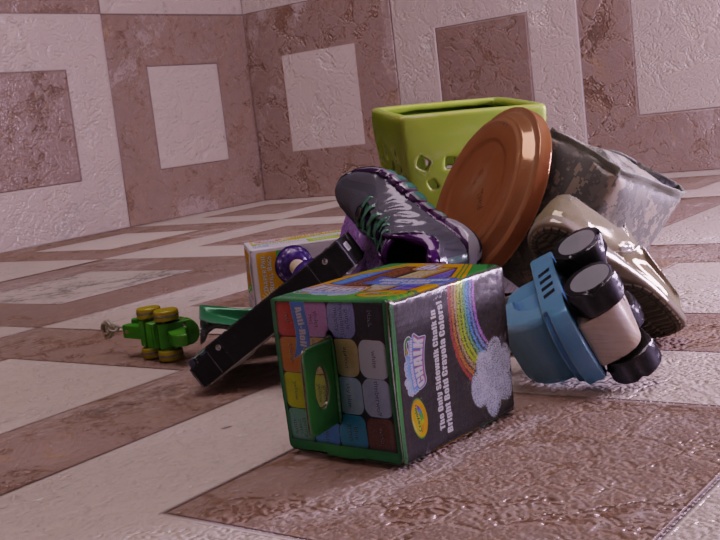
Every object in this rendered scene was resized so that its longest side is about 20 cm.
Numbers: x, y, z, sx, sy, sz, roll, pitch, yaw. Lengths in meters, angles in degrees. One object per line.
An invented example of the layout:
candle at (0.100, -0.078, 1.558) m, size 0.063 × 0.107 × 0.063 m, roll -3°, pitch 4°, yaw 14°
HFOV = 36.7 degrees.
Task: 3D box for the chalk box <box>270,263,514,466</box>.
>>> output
chalk box at (0.014, 0.071, 0.847) m, size 0.123 × 0.127 × 0.198 m, roll 0°, pitch 9°, yaw 41°

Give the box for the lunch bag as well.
lunch bag at (0.254, -0.046, 1.178) m, size 0.198 × 0.166 × 0.117 m, roll 11°, pitch 21°, yaw -47°

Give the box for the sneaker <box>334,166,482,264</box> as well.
sneaker at (0.030, -0.049, 1.123) m, size 0.199 × 0.076 × 0.087 m, roll 31°, pitch 33°, yaw 34°

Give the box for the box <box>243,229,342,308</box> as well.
box at (-0.054, 0.004, 1.471) m, size 0.196 × 0.103 × 0.112 m, roll -8°, pitch 8°, yaw -11°

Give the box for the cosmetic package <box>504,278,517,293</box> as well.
cosmetic package at (0.114, -0.003, 1.299) m, size 0.197 × 0.082 × 0.113 m, roll -12°, pitch -27°, yaw -17°

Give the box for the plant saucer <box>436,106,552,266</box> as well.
plant saucer at (0.133, -0.082, 1.164) m, size 0.032 × 0.203 × 0.200 m, roll 21°, pitch -3°, yaw -21°

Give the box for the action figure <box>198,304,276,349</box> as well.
action figure at (-0.089, 0.062, 1.267) m, size 0.196 × 0.056 × 0.118 m, roll -1°, pitch 6°, yaw -7°

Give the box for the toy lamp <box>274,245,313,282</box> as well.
toy lamp at (-0.066, 0.006, 1.303) m, size 0.057 × 0.059 × 0.200 m, roll -8°, pitch 10°, yaw -13°

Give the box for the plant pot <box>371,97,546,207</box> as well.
plant pot at (0.129, -0.127, 1.431) m, size 0.196 × 0.185 × 0.199 m, roll -7°, pitch 12°, yaw -8°

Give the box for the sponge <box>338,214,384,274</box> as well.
sponge at (0.000, 0.000, 1.234) m, size 0.029 × 0.113 × 0.201 m, roll 15°, pitch 20°, yaw -16°

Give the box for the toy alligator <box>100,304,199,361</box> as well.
toy alligator at (-0.247, 0.071, 1.315) m, size 0.054 × 0.060 × 0.198 m, roll -13°, pitch 10°, yaw -39°

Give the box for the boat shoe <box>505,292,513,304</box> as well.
boat shoe at (0.126, 0.044, 1.175) m, size 0.071 × 0.061 × 0.201 m, roll -11°, pitch 9°, yaw -22°

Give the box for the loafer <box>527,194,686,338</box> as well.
loafer at (0.246, -0.006, 1.047) m, size 0.075 × 0.199 × 0.069 m, roll -24°, pitch 36°, yaw 46°

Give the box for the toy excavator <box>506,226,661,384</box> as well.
toy excavator at (0.151, 0.047, 0.995) m, size 0.198 × 0.101 × 0.195 m, roll -28°, pitch 24°, yaw 15°

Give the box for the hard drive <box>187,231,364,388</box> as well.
hard drive at (-0.084, 0.039, 1.131) m, size 0.199 × 0.038 × 0.140 m, roll -38°, pitch 2°, yaw 6°
